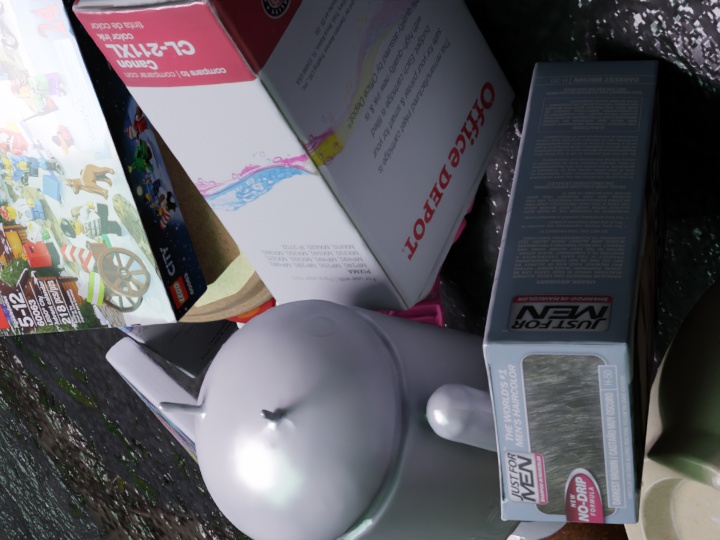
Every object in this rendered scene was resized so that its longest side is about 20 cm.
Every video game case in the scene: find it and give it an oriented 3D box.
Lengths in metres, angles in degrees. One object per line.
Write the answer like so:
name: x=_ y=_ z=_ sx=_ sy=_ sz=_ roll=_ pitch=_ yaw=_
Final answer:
video game case: x=-0.061 y=0.131 z=1.306 sx=0.182 sy=0.023 sz=0.200 roll=52 pitch=171 yaw=-25

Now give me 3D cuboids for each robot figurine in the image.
robot figurine: x=0.005 y=0.076 z=1.028 sx=0.169 sy=0.200 sz=0.113 roll=-18 pitch=68 yaw=43

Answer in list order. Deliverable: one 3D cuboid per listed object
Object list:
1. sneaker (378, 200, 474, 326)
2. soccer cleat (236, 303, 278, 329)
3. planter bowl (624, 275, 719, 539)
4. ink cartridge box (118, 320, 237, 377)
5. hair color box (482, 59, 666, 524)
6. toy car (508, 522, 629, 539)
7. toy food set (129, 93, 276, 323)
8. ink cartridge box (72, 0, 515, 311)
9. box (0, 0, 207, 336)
sneaker: x=0.000 y=0.000 z=1.208 sx=0.088 sy=0.081 sz=0.201 roll=42 pitch=122 yaw=48
soccer cleat: x=-0.057 y=-0.045 z=1.250 sx=0.069 sy=0.085 sz=0.201 roll=53 pitch=164 yaw=53
planter bowl: x=0.200 y=0.093 z=0.979 sx=0.200 sy=0.135 sz=0.201 roll=38 pitch=149 yaw=28
ink cartridge box: x=-0.165 y=-0.032 z=1.354 sx=0.144 sy=0.085 sz=0.200 roll=36 pitch=176 yaw=30
hair color box: x=0.097 y=0.004 z=0.967 sx=0.060 sy=0.200 sz=0.099 roll=1 pitch=129 yaw=12
toy car: x=0.110 y=0.180 z=1.087 sx=0.200 sy=0.164 sz=0.158 roll=-78 pitch=-36 yaw=-67
toy food set: x=-0.106 y=-0.058 z=1.167 sx=0.198 sy=0.049 sz=0.200 roll=44 pitch=127 yaw=-3
ink cartridge box: x=-0.023 y=-0.098 z=1.029 sx=0.083 sy=0.146 sz=0.200 roll=-1 pitch=138 yaw=35
box: x=-0.172 y=-0.064 z=1.140 sx=0.136 sy=0.038 sz=0.201 roll=-6 pitch=115 yaw=28
